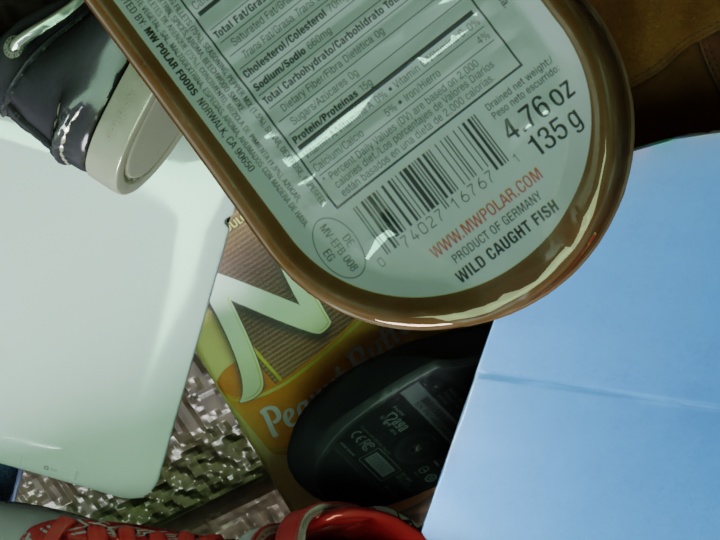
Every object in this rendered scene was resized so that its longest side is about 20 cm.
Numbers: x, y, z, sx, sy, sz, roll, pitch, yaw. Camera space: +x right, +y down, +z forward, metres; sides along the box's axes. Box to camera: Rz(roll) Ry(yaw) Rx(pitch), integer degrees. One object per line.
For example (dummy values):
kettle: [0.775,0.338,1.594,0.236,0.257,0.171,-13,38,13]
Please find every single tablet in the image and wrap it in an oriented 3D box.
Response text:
tablet: [-0.146,-0.007,0.837,0.199,0.014,0.130,15,113,-5]

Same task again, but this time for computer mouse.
computer mouse: [0.063,0.016,0.848,0.200,0.034,0.059,-28,138,10]

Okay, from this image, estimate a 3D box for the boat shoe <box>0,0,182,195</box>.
boat shoe: [-0.049,-0.124,0.789,0.063,0.073,0.200,28,91,11]

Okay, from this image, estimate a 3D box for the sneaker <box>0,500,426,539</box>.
sneaker: [-0.053,0.100,0.852,0.201,0.067,0.108,23,139,-8]

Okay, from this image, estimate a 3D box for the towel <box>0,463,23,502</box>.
towel: [-0.185,0.104,0.932,0.111,0.049,0.200,14,118,-13]

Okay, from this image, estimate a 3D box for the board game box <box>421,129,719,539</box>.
board game box: [0.108,0.029,0.813,0.158,0.039,0.200,8,127,-12]

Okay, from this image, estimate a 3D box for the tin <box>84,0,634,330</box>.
tin: [-0.007,-0.075,0.730,0.112,0.042,0.200,-37,87,7]

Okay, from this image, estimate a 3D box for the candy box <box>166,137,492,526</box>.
candy box: [0.000,0.000,0.888,0.115,0.055,0.200,-24,120,9]

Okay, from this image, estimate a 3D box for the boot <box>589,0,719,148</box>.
boot: [0.054,-0.098,0.777,0.200,0.069,0.188,-27,122,28]
